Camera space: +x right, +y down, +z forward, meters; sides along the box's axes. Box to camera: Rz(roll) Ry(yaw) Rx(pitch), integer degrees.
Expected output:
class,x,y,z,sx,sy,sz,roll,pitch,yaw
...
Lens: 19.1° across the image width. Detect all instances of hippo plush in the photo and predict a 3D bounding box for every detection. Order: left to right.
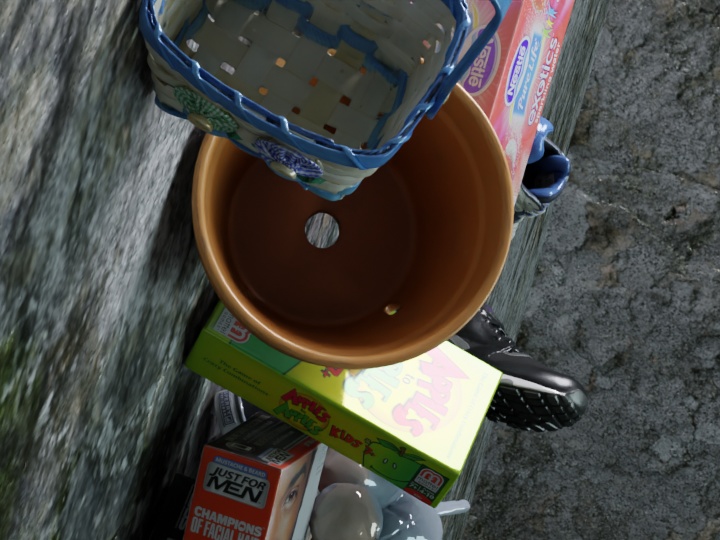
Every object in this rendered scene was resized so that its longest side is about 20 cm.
class,x,y,z,sx,sy,sz,roll,pitch,yaw
hippo plush,-0.027,0.217,1.624,0.160,0.160,0.200,-29,-156,21

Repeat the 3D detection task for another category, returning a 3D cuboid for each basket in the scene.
class,x,y,z,sx,sy,sz,roll,pitch,yaw
basket,-0.022,-0.132,1.104,0.140,0.175,0.200,-61,178,-32

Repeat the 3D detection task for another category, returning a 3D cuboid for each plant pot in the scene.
class,x,y,z,sx,sy,sz,roll,pitch,yaw
plant pot,-0.015,-0.034,1.359,0.140,0.199,0.201,152,-41,-78

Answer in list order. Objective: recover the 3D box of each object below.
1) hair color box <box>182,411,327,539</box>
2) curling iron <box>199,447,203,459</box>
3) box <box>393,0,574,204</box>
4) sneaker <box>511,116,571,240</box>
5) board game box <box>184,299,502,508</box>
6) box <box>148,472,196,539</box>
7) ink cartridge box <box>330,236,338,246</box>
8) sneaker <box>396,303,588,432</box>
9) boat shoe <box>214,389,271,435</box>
class,x,y,z,sx,sy,sz,roll,pitch,yaw
hair color box,-0.086,0.212,1.503,0.111,0.063,0.202,-27,131,-71
curling iron,-0.097,0.156,1.682,0.200,0.025,0.050,15,57,-84
box,0.075,-0.146,1.477,0.102,0.094,0.202,6,101,-66
sneaker,0.116,-0.064,1.631,0.200,0.085,0.078,73,32,-66
board game box,-0.010,0.068,1.480,0.048,0.199,0.102,-59,-178,47
box,-0.144,0.270,1.590,0.200,0.047,0.194,86,26,-67
ink cartridge box,0.000,0.000,1.679,0.200,0.045,0.177,-50,-172,41
sneaker,0.085,0.056,1.583,0.076,0.199,0.088,51,58,-49
boat shoe,-0.055,0.139,1.650,0.200,0.067,0.072,67,9,-57
